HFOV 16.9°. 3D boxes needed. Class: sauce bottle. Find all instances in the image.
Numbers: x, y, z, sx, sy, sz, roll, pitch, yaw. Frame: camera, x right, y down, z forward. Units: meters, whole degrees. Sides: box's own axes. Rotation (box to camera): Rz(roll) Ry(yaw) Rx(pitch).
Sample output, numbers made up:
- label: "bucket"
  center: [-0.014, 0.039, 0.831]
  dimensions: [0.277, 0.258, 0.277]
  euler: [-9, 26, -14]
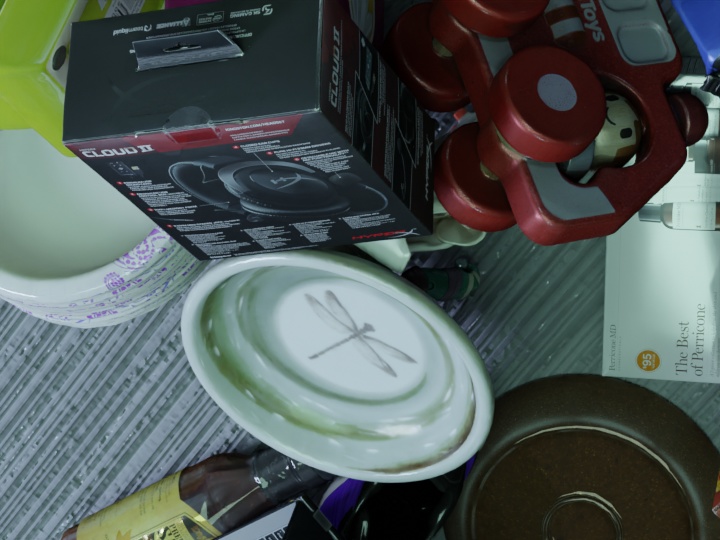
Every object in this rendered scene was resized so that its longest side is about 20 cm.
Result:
- label: "sauce bottle"
  center: [-0.111, 0.164, 1.648]
  dimensions: [0.199, 0.066, 0.066]
  euler: [-29, 101, 22]

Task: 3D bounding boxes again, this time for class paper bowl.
- label: "paper bowl"
  center: [-0.166, -0.063, 1.532]
  dimensions: [0.200, 0.104, 0.202]
  euler: [-6, 71, 17]

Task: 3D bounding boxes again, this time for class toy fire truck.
- label: "toy fire truck"
  center: [0.120, -0.116, 1.415]
  dimensions: [0.112, 0.167, 0.201]
  euler: [-52, 54, 56]

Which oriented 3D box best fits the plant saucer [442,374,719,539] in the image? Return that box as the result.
- label: "plant saucer"
  center: [0.148, 0.168, 1.607]
  dimensions: [0.199, 0.035, 0.201]
  euler: [4, 111, 11]

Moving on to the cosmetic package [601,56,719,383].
- label: "cosmetic package"
  center: [0.194, -0.031, 1.516]
  dimensions: [0.082, 0.051, 0.201]
  euler: [4, 110, 13]

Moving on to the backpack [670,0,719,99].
- label: "backpack"
  center: [0.283, -0.142, 1.397]
  dimensions: [0.162, 0.168, 0.200]
  euler: [-27, 135, 17]

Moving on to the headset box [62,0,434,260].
- label: "headset box"
  center: [-0.060, -0.079, 1.315]
  dimensions: [0.148, 0.200, 0.078]
  euler: [-7, 67, 20]

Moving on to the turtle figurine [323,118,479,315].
- label: "turtle figurine"
  center: [0.000, 0.000, 1.551]
  dimensions: [0.149, 0.101, 0.201]
  euler: [3, 104, 12]

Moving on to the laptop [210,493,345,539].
- label: "laptop"
  center: [-0.020, 0.251, 1.527]
  dimensions: [0.187, 0.116, 0.200]
  euler: [50, 140, -8]

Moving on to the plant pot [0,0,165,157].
- label: "plant pot"
  center: [-0.212, -0.186, 1.428]
  dimensions: [0.181, 0.199, 0.201]
  euler: [21, 80, 15]

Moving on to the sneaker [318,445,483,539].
- label: "sneaker"
  center: [0.011, 0.167, 1.588]
  dimensions: [0.069, 0.100, 0.200]
  euler: [29, 127, -4]

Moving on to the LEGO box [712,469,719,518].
- label: "LEGO box"
  center: [0.320, 0.160, 1.502]
  dimensions: [0.200, 0.149, 0.077]
  euler: [42, 113, -3]

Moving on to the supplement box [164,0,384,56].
- label: "supplement box"
  center: [-0.047, -0.186, 1.426]
  dimensions: [0.103, 0.131, 0.201]
  euler: [-4, 71, 14]

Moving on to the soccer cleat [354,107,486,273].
- label: "soccer cleat"
  center: [0.064, -0.054, 1.467]
  dimensions: [0.078, 0.200, 0.069]
  euler: [49, 140, 18]

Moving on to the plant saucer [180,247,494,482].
- label: "plant saucer"
  center: [-0.009, 0.047, 1.473]
  dimensions: [0.199, 0.050, 0.201]
  euler: [14, 139, 13]
